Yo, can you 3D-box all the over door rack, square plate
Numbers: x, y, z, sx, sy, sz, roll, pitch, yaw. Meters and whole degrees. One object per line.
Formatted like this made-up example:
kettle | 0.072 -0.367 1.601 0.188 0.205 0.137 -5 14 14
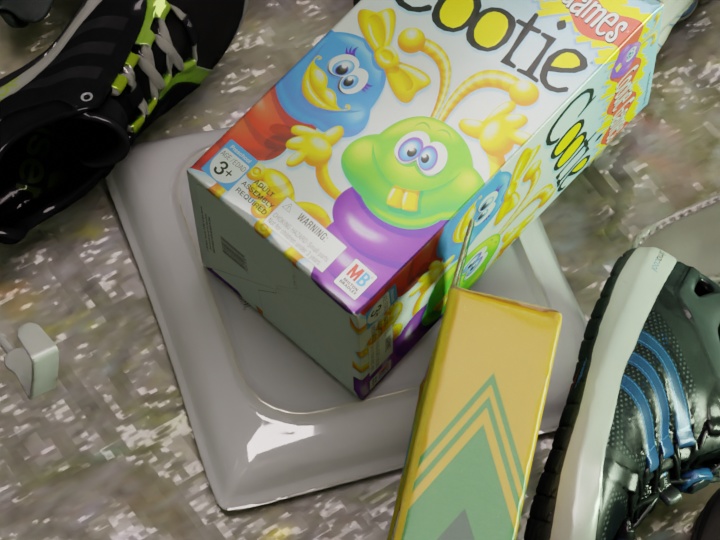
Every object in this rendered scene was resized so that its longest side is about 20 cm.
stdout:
over door rack | -0.240 0.032 1.289 0.147 0.067 0.200 -27 45 -22
square plate | 0.000 0.000 1.374 0.197 0.028 0.201 -13 61 -15

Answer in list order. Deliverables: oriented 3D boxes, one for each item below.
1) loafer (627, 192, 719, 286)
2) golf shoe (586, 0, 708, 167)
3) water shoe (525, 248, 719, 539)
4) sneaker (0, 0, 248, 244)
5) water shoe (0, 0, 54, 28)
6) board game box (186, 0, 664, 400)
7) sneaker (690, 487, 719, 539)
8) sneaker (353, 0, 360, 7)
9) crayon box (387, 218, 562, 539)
loafer | 0.219 -0.031 1.381 0.199 0.070 0.070 -18 52 -1
golf shoe | 0.122 -0.132 1.424 0.078 0.097 0.200 33 58 4
water shoe | 0.128 0.070 1.282 0.079 0.072 0.200 21 49 1
sneaker | -0.116 -0.073 1.363 0.200 0.072 0.083 -42 37 -15
water shoe | -0.089 -0.155 1.445 0.199 0.071 0.079 -4 93 -18
board game box | 0.030 -0.060 1.315 0.103 0.105 0.200 40 74 16
sneaker | 0.210 0.083 1.315 0.076 0.091 0.200 31 61 9
sneaker | 0.070 -0.185 1.469 0.090 0.078 0.200 34 60 11
crayon box | 0.041 0.095 1.245 0.051 0.127 0.201 13 68 1
